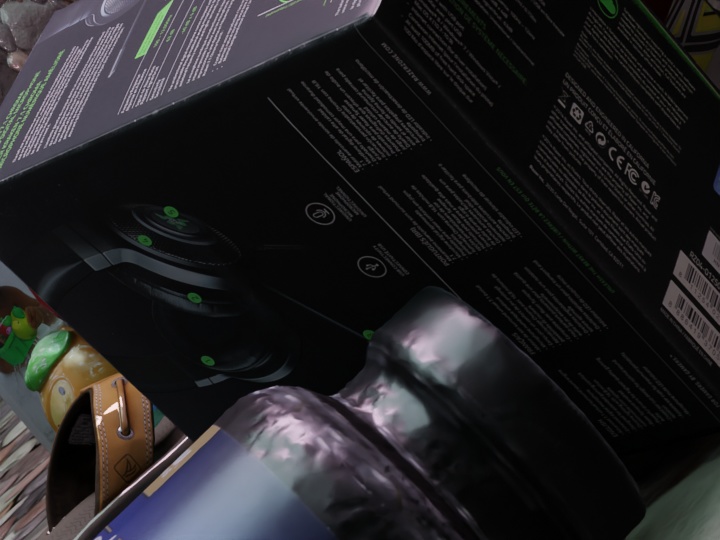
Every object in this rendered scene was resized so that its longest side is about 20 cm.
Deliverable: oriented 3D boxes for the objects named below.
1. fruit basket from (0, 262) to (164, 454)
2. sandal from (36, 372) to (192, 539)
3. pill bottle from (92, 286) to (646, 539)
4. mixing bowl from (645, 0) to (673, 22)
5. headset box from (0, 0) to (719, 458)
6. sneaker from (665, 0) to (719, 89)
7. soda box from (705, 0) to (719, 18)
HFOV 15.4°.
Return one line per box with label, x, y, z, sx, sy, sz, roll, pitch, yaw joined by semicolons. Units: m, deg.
fruit basket;-0.111;0.024;1.203;0.185;0.200;0.094;-35;9;36
sandal;-0.102;0.078;1.054;0.200;0.055;0.082;-47;9;-24
pill bottle;-0.024;0.103;0.694;0.200;0.112;0.112;-44;8;-9
mixing bowl;0.045;-0.080;0.991;0.200;0.108;0.201;24;-90;-82
headset box;0.000;-0.017;0.806;0.199;0.174;0.093;-21;34;41
sneaker;0.121;-0.091;1.122;0.200;0.076;0.075;-46;10;-5
soda box;0.218;-0.156;1.005;0.200;0.068;0.064;-41;2;16
